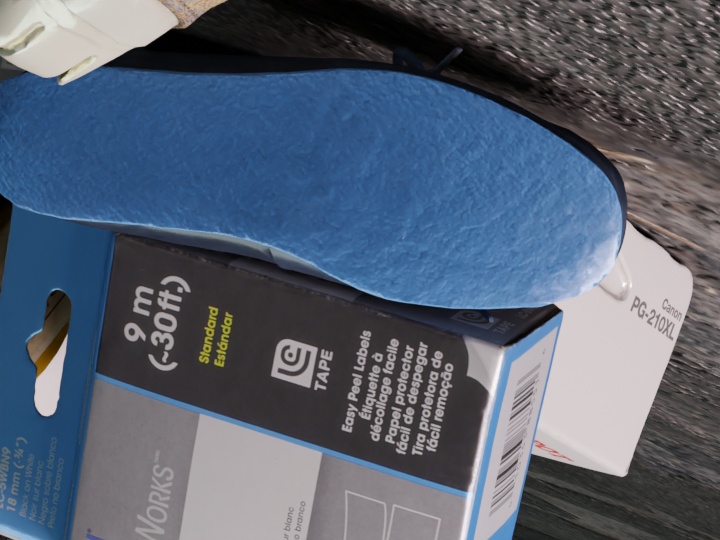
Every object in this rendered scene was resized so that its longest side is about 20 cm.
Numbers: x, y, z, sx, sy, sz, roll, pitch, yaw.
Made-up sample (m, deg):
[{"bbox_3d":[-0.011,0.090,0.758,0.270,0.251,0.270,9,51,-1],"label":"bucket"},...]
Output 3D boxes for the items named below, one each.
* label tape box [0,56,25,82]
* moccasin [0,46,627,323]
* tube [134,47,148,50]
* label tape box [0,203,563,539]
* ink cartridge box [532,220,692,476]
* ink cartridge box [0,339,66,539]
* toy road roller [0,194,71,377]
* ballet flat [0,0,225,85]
[{"bbox_3d":[-0.209,-0.096,0.859,0.200,0.066,0.143,5,-178,-24],"label":"label tape box"},{"bbox_3d":[-0.014,-0.040,0.791,0.200,0.081,0.068,15,-168,8],"label":"moccasin"},{"bbox_3d":[-0.128,-0.080,1.048,0.200,0.050,0.077,9,173,39],"label":"tube"},{"bbox_3d":[-0.048,0.057,0.841,0.200,0.144,0.063,16,-161,18],"label":"label tape box"},{"bbox_3d":[0.000,0.000,0.953,0.200,0.084,0.145,13,169,35],"label":"ink cartridge box"},{"bbox_3d":[-0.142,0.026,1.228,0.146,0.200,0.147,27,173,-35],"label":"ink cartridge box"},{"bbox_3d":[-0.198,-0.026,1.030,0.200,0.123,0.146,46,156,-24],"label":"toy road roller"},{"bbox_3d":[-0.094,-0.090,0.732,0.200,0.067,0.068,17,169,45],"label":"ballet flat"}]
